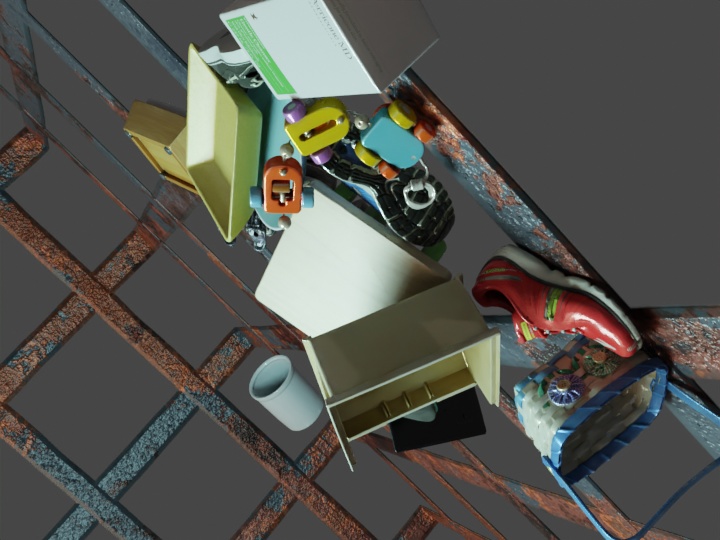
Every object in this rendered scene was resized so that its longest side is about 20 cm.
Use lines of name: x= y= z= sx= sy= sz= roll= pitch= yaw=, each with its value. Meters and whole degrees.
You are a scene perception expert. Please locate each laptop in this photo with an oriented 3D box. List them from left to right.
laptop: x=0.074 y=0.180 z=1.309 sx=0.186 sy=0.117 sz=0.199 roll=-2 pitch=-165 yaw=-36

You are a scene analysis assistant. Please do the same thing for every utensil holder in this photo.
utensil holder: x=-0.236 y=0.401 z=2.700 sx=0.169 sy=0.170 sz=0.200 roll=20 pitch=156 yaw=53

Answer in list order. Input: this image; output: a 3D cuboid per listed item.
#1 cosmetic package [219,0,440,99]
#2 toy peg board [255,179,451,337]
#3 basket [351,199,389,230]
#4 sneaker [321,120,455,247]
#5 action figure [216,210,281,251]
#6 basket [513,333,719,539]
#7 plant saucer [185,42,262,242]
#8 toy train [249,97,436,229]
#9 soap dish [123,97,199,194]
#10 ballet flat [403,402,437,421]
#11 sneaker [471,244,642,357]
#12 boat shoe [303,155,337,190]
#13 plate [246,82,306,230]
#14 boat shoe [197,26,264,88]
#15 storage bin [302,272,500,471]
cosmetic package: x=-0.034 y=-0.224 z=0.752 sx=0.108 sy=0.085 sz=0.200 roll=53 pitch=162 yaw=-26
toy peg board: x=0.000 y=0.000 z=1.040 sx=0.199 sy=0.098 sz=0.200 roll=35 pitch=129 yaw=5
basket: x=0.020 y=0.013 z=1.155 sx=0.200 sy=0.136 sz=0.180 roll=52 pitch=-170 yaw=-13
sneaker: x=0.028 y=-0.107 z=0.955 sx=0.200 sy=0.079 sz=0.089 roll=40 pitch=-173 yaw=-15
action figure: x=-0.151 y=-0.098 z=1.324 sx=0.118 sy=0.103 sz=0.200 roll=10 pitch=-162 yaw=11
basket: x=0.271 y=0.172 z=0.894 sx=0.200 sy=0.176 sz=0.140 roll=45 pitch=165 yaw=34
plant saucer: x=-0.181 y=-0.174 z=1.106 sx=0.200 sy=0.048 sz=0.201 roll=53 pitch=143 yaw=44
toy train: x=-0.020 y=-0.119 z=0.869 sx=0.056 sy=0.198 sz=0.151 roll=-95 pitch=3 yaw=-48
soap dish: x=-0.316 y=-0.212 z=1.451 sx=0.199 sy=0.081 sz=0.158 roll=25 pitch=157 yaw=43
ballet flat: x=0.012 y=0.141 z=1.101 sx=0.200 sy=0.068 sz=0.068 roll=44 pitch=146 yaw=9
sneaker: x=0.206 y=0.050 z=0.891 sx=0.199 sy=0.085 sz=0.077 roll=30 pitch=161 yaw=38
boat shoe: x=-0.082 y=-0.133 z=1.135 sx=0.072 sy=0.060 sz=0.200 roll=38 pitch=169 yaw=-25
plate: x=-0.106 y=-0.153 z=1.050 sx=0.200 sy=0.025 sz=0.202 roll=27 pitch=121 yaw=59
boat shoe: x=-0.127 y=-0.247 z=0.949 sx=0.064 sy=0.071 sz=0.200 roll=50 pitch=170 yaw=-24
storage bin: x=0.053 y=0.125 z=0.965 sx=0.199 sy=0.199 sz=0.094 roll=76 pitch=169 yaw=-54
